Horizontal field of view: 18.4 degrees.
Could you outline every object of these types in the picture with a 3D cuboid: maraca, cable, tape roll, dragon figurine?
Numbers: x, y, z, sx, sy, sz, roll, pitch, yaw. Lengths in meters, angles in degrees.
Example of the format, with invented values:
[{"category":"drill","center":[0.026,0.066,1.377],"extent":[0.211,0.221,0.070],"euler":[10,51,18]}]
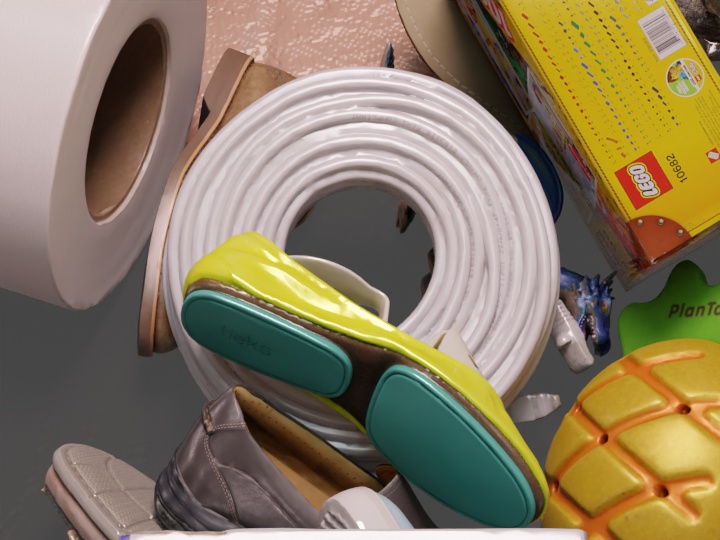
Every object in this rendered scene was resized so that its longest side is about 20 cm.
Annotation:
[{"category":"maraca","center":[0.152,0.083,1.070],"extent":[0.136,0.107,0.201],"euler":[-3,59,43]},{"category":"cable","center":[0.000,0.000,1.101],"extent":[0.198,0.069,0.202],"euler":[-20,85,-1]},{"category":"tape roll","center":[-0.180,-0.095,1.151],"extent":[0.138,0.203,0.204],"euler":[16,56,11]},{"category":"dragon figurine","center":[0.073,-0.033,1.191],"extent":[0.099,0.059,0.201],"euler":[-12,60,-11]}]

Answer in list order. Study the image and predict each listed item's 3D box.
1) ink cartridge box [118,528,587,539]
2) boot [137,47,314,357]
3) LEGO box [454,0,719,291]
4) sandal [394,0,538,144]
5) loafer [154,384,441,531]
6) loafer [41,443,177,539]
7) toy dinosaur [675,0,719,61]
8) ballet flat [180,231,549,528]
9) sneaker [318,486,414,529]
[{"category":"ink cartridge box","center":[-0.002,0.201,0.894],"extent":[0.198,0.041,0.201],"euler":[1,61,-2]},{"category":"boot","center":[-0.067,-0.033,1.191],"extent":[0.075,0.074,0.201],"euler":[19,54,2]},{"category":"LEGO box","center":[0.122,-0.100,1.135],"extent":[0.077,0.149,0.201],"euler":[-30,84,-1]},{"category":"sandal","center":[0.095,-0.106,1.246],"extent":[0.212,0.070,0.078],"euler":[44,88,4]},{"category":"loafer","center":[0.002,0.125,1.048],"extent":[0.199,0.073,0.073],"euler":[26,29,-5]},{"category":"loafer","center":[-0.085,0.161,1.055],"extent":[0.199,0.072,0.063],"euler":[36,106,24]},{"category":"toy dinosaur","center":[0.191,-0.159,1.280],"extent":[0.199,0.078,0.102],"euler":[24,25,28]},{"category":"ballet flat","center":[0.011,0.043,1.034],"extent":[0.199,0.067,0.067],"euler":[31,45,7]},{"category":"sneaker","center":[0.053,0.175,1.008],"extent":[0.082,0.074,0.201],"euler":[-33,100,-30]}]
